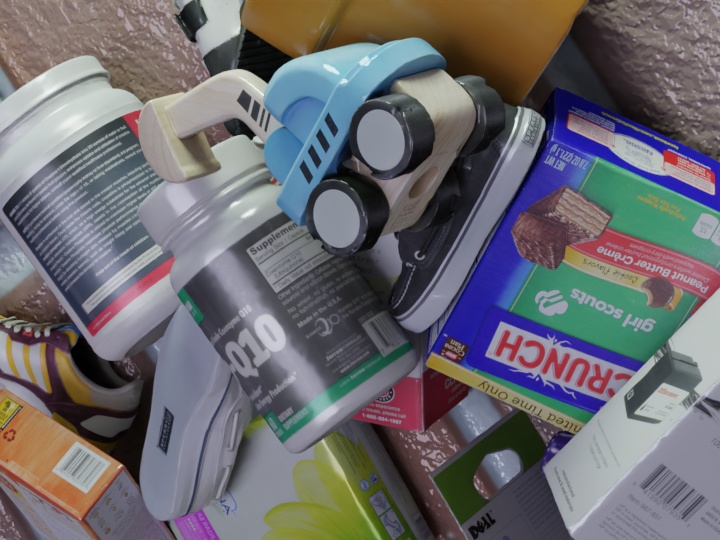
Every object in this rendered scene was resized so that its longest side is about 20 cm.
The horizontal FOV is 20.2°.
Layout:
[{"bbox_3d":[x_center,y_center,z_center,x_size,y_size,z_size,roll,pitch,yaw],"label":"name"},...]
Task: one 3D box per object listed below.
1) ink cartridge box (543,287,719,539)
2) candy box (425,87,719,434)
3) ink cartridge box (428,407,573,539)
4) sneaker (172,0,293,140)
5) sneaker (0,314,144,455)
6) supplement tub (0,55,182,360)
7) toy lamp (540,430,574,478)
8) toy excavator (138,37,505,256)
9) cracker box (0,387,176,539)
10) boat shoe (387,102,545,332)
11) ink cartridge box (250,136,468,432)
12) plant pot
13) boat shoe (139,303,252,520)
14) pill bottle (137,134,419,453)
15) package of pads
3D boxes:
[{"bbox_3d":[0.239,0.115,1.290,0.145,0.084,0.200,37,105,-22],"label":"ink cartridge box"},{"bbox_3d":[0.157,0.006,1.344,0.168,0.077,0.201,24,123,-6],"label":"candy box"},{"bbox_3d":[0.109,0.217,1.440,0.076,0.148,0.201,-30,89,37],"label":"ink cartridge box"},{"bbox_3d":[-0.102,-0.195,1.470,0.088,0.074,0.201,2,98,31],"label":"sneaker"},{"bbox_3d":[-0.264,0.065,1.668,0.200,0.075,0.090,37,114,8],"label":"sneaker"},{"bbox_3d":[-0.193,-0.046,1.534,0.140,0.140,0.200,-39,86,35],"label":"supplement tub"},{"bbox_3d":[0.220,0.164,1.408,0.199,0.058,0.059,23,118,23],"label":"toy lamp"},{"bbox_3d":[-0.035,-0.091,1.262,0.200,0.100,0.195,46,128,20],"label":"toy excavator"},{"bbox_3d":[-0.220,0.189,1.614,0.134,0.058,0.200,28,158,28],"label":"cracker box"},{"bbox_3d":[0.051,-0.038,1.318,0.066,0.070,0.200,23,138,-7],"label":"boat shoe"},{"bbox_3d":[0.000,0.000,1.467,0.144,0.083,0.201,10,113,29],"label":"ink cartridge box"},{"bbox_3d":[0.051,-0.195,1.314,0.183,0.200,0.201,33,123,-1],"label":"plant pot"},{"bbox_3d":[-0.113,0.096,1.503,0.074,0.065,0.201,50,133,37],"label":"boat shoe"},{"bbox_3d":[-0.059,0.015,1.388,0.113,0.113,0.200,-40,83,35],"label":"pill bottle"},{"bbox_3d":[-0.056,0.186,1.579,0.199,0.068,0.155,-28,92,36],"label":"package of pads"}]
